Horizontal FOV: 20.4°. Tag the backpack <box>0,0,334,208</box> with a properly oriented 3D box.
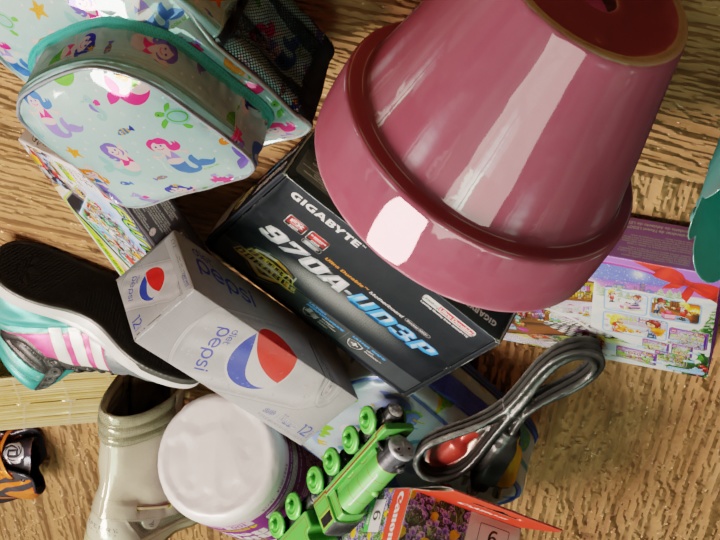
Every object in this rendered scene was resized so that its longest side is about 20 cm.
[{"bbox_3d":[-0.139,-0.144,1.274,0.176,0.151,0.200,-12,133,40],"label":"backpack"}]

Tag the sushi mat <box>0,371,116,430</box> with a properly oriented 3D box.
[{"bbox_3d":[-0.261,0.113,1.771,0.198,0.012,0.096,-4,146,-8],"label":"sushi mat"}]

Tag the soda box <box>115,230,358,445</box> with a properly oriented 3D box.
[{"bbox_3d":[-0.090,0.054,1.501,0.063,0.069,0.200,-39,134,15],"label":"soda box"}]

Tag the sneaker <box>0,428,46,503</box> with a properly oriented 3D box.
[{"bbox_3d":[-0.371,0.164,1.920,0.111,0.078,0.200,-8,151,28],"label":"sneaker"}]

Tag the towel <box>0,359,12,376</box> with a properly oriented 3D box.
[{"bbox_3d":[-0.344,0.076,1.797,0.199,0.037,0.148,-15,137,40],"label":"towel"}]

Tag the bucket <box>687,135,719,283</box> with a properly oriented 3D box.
[{"bbox_3d":[0.306,-0.056,1.197,0.205,0.136,0.208,13,147,8],"label":"bucket"}]

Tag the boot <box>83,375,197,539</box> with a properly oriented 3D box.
[{"bbox_3d":[-0.172,0.151,1.755,0.071,0.200,0.156,16,115,22],"label":"boot"}]

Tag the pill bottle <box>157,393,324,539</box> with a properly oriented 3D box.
[{"bbox_3d":[-0.091,0.178,1.728,0.111,0.113,0.200,5,166,19],"label":"pill bottle"}]

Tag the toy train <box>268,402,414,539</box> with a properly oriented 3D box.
[{"bbox_3d":[-0.015,0.176,1.592,0.041,0.057,0.200,2,143,-34],"label":"toy train"}]

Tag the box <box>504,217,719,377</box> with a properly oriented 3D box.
[{"bbox_3d":[0.163,0.010,1.454,0.198,0.039,0.137,11,148,11],"label":"box"}]

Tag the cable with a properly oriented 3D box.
[{"bbox_3d":[0.107,0.107,1.524,0.096,0.051,0.201,16,128,-18],"label":"cable"}]

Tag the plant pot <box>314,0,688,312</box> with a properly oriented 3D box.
[{"bbox_3d":[0.096,-0.107,1.189,0.199,0.201,0.179,24,132,-11],"label":"plant pot"}]

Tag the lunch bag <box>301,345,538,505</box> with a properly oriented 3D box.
[{"bbox_3d":[0.040,0.122,1.642,0.160,0.083,0.200,-18,133,43],"label":"lunch bag"}]

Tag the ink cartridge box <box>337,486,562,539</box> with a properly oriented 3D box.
[{"bbox_3d":[0.064,0.213,1.600,0.108,0.051,0.200,22,165,-22],"label":"ink cartridge box"}]

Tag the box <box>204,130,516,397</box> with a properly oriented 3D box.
[{"bbox_3d":[0.000,0.000,1.465,0.199,0.046,0.159,38,150,-11],"label":"box"}]

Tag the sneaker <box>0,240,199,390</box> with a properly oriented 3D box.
[{"bbox_3d":[-0.229,0.063,1.675,0.199,0.084,0.121,28,142,-2],"label":"sneaker"}]

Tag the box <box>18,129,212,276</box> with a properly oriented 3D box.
[{"bbox_3d":[-0.169,-0.033,1.513,0.110,0.035,0.200,25,157,39],"label":"box"}]
